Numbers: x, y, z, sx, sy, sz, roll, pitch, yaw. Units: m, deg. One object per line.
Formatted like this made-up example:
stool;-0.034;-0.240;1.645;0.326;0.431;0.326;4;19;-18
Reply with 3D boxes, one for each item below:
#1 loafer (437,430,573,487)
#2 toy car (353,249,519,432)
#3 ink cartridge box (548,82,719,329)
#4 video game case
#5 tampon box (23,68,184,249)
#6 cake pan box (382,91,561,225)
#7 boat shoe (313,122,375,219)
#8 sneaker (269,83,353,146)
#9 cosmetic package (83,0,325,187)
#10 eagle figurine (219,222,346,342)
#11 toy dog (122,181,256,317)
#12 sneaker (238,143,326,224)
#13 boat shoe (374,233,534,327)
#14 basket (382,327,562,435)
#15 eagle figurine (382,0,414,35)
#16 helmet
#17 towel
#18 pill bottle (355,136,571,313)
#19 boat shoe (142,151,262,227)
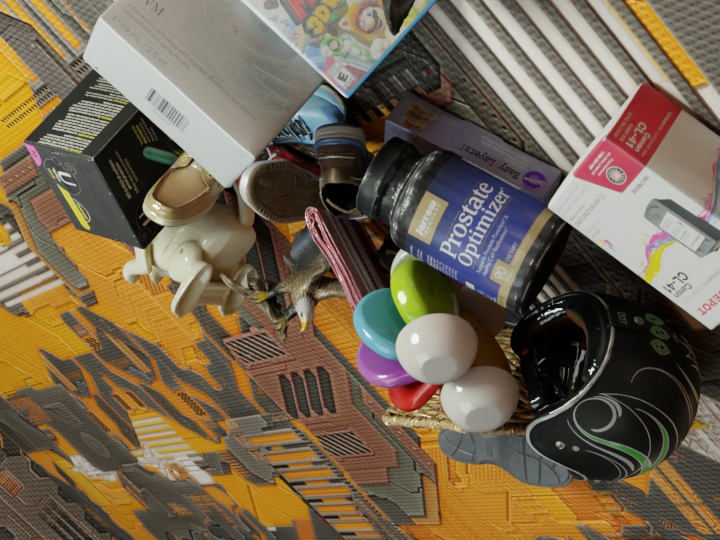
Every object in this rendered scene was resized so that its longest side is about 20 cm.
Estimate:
loafer;0.201;0.231;1.893;0.199;0.063;0.072;11;113;31
toy car;0.070;0.079;1.505;0.149;0.176;0.200;-26;129;20
ink cartridge box;0.294;-0.057;1.324;0.200;0.086;0.148;38;151;4
video game case;-0.038;-0.282;1.351;0.200;0.018;0.143;42;107;-7
tampon box;-0.271;-0.155;1.710;0.126;0.200;0.150;15;144;36
cake pan box;0.116;-0.078;1.536;0.199;0.052;0.185;29;152;15
boat shoe;-0.015;-0.095;1.573;0.072;0.073;0.200;0;165;14
sneaker;-0.090;-0.159;1.606;0.199;0.090;0.079;10;135;39
cosmetic package;-0.131;-0.231;1.427;0.199;0.200;0.123;41;159;-7
eagle figurine;-0.051;0.015;1.817;0.199;0.152;0.151;-30;156;30
toy dog;-0.244;-0.055;1.878;0.200;0.139;0.195;35;116;27
sneaker;-0.103;-0.104;1.647;0.112;0.072;0.200;26;-170;30
boat shoe;0.109;0.016;1.667;0.199;0.060;0.074;33;150;9
basket;0.151;0.166;1.732;0.143;0.149;0.199;44;153;-27
eagle figurine;0.036;-0.305;1.211;0.150;0.153;0.200;26;152;-24
helmet;0.263;0.127;1.518;0.190;0.201;0.199;32;158;-33
towel;0.000;0.000;1.642;0.145;0.023;0.200;63;-168;10
pill bottle;0.101;-0.051;1.426;0.199;0.112;0.112;29;150;14
boat shoe;-0.181;-0.123;1.662;0.074;0.200;0.067;30;134;11
